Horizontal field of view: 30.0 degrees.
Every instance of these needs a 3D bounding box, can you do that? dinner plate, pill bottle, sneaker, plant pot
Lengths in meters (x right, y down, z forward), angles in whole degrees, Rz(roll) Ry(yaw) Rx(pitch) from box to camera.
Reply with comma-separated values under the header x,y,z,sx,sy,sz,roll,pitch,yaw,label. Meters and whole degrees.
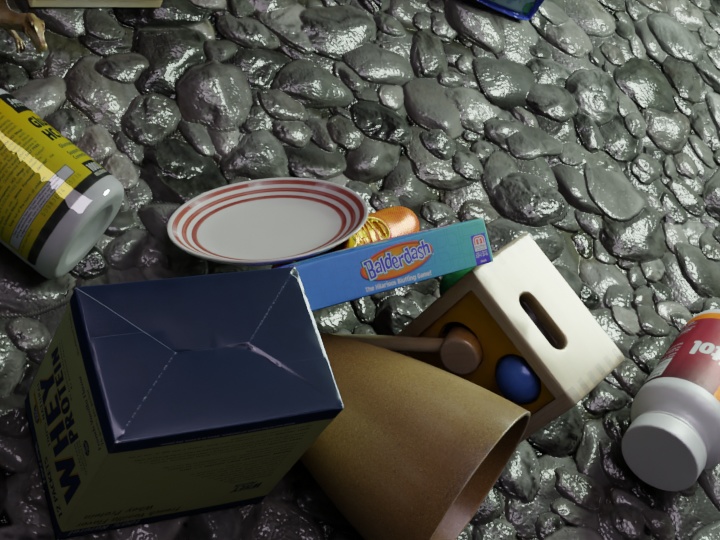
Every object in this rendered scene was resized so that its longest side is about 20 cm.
x,y,z,sx,sy,sz,roll,pitch,yaw,label
-0.090,-0.045,1.321,0.198,0.024,0.201,-3,28,2,dinner plate
-0.326,-0.094,1.234,0.200,0.113,0.113,38,49,1,pill bottle
0.358,0.139,1.428,0.113,0.113,0.200,42,50,5,pill bottle
-0.005,-0.021,1.374,0.199,0.077,0.073,-29,75,-39,sneaker
0.021,0.152,1.221,0.199,0.187,0.186,33,48,16,plant pot

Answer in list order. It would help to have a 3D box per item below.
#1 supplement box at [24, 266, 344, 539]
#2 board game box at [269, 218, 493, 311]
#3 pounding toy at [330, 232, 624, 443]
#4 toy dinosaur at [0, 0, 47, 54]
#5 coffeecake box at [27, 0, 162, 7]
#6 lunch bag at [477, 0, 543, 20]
x,y,z,sx,sy,sz,roll,pitch,yaw,label
-0.154,0.112,1.123,0.198,0.200,0.135,-5,62,-30,supplement box
0.000,0.000,1.244,0.198,0.152,0.045,-14,92,-26,board game box
0.107,0.077,1.312,0.142,0.184,0.201,-32,82,-44,pounding toy
-0.391,-0.270,1.329,0.199,0.101,0.058,32,50,-5,toy dinosaur
-0.307,-0.388,1.473,0.152,0.073,0.201,-7,62,-32,coffeecake box
0.158,-0.438,1.714,0.199,0.127,0.171,18,51,-28,lunch bag
